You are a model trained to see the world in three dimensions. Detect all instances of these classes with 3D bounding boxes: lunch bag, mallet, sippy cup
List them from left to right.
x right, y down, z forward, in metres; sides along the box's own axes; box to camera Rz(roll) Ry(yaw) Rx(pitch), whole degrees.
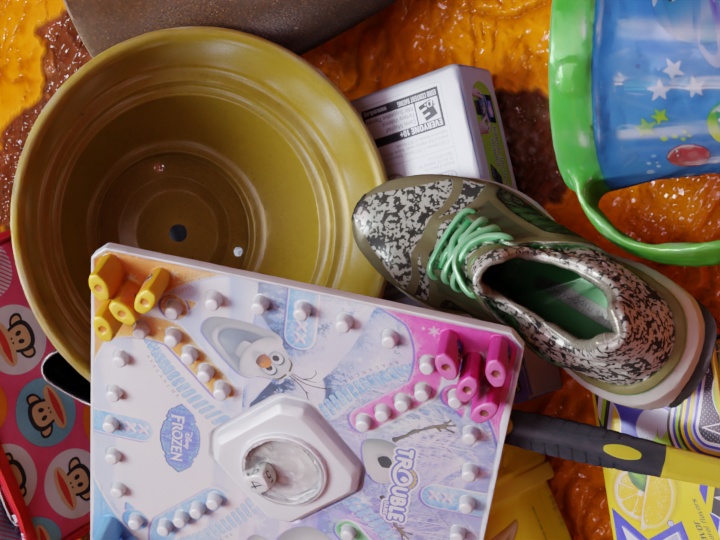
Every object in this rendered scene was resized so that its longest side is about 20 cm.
[{"bbox_3d":[-0.236,0.086,0.846,0.082,0.176,0.200,-13,102,43],"label":"lunch bag"},{"bbox_3d":[0.145,0.099,0.628,0.199,0.041,0.066,5,86,7],"label":"mallet"},{"bbox_3d":[0.166,-0.101,0.639,0.130,0.140,0.178,5,115,21],"label":"sippy cup"}]

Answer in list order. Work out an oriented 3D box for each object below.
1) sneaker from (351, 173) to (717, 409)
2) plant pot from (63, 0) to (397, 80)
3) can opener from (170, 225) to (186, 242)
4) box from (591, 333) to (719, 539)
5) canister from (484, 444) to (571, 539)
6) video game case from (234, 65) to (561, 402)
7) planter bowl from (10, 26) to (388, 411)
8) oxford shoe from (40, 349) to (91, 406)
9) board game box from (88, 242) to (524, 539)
[{"bbox_3d":[0.068,-0.004,0.645,0.200,0.089,0.077,25,90,34],"label":"sneaker"},{"bbox_3d":[-0.040,-0.197,0.742,0.199,0.187,0.187,-10,88,17],"label":"plant pot"},{"bbox_3d":[-0.129,0.045,0.861,0.079,0.063,0.201,-21,84,54],"label":"can opener"},{"bbox_3d":[0.169,0.135,0.685,0.070,0.064,0.201,-9,89,32],"label":"box"},{"bbox_3d":[0.067,0.208,0.741,0.148,0.086,0.200,-28,80,30],"label":"canister"},{"bbox_3d":[0.000,0.000,0.781,0.200,0.045,0.182,-15,84,32],"label":"video game case"},{"bbox_3d":[-0.089,-0.022,0.727,0.083,0.200,0.201,174,90,-69],"label":"planter bowl"},{"bbox_3d":[-0.091,0.070,0.765,0.200,0.072,0.071,4,95,32],"label":"oxford shoe"},{"bbox_3d":[-0.037,0.096,0.650,0.199,0.026,0.200,12,122,7],"label":"board game box"}]
